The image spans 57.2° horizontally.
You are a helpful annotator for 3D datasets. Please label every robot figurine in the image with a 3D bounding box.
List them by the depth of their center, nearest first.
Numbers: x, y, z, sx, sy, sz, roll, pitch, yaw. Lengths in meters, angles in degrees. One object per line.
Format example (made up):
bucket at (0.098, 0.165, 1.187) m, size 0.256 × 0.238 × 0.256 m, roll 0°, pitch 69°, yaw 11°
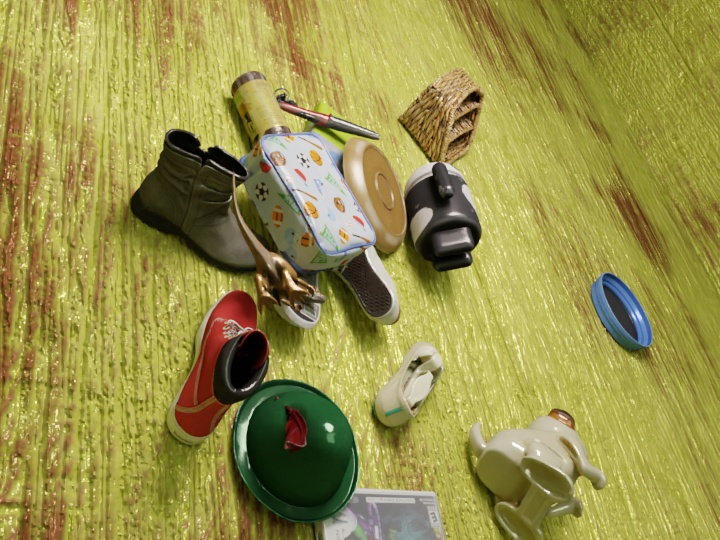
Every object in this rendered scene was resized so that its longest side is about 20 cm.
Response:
robot figurine at (0.145, -0.097, 1.162) m, size 0.123 × 0.150 × 0.203 m, roll 17°, pitch 44°, yaw -31°

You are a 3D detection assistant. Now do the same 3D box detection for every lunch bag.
lunch bag at (-0.067, -0.090, 0.905) m, size 0.159 × 0.075 × 0.203 m, roll -17°, pitch 76°, yaw -56°

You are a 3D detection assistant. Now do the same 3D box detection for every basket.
basket at (0.204, -0.334, 1.423) m, size 0.150 × 0.142 × 0.199 m, roll 51°, pitch 36°, yaw 2°

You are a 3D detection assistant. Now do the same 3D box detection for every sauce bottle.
sauce bottle at (-0.138, -0.209, 1.013) m, size 0.064 × 0.065 × 0.203 m, roll -4°, pitch 63°, yaw -48°

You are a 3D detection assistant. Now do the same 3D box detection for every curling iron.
curling iron at (-0.058, -0.255, 1.092) m, size 0.196 × 0.026 × 0.050 m, roll 17°, pitch 47°, yaw -10°

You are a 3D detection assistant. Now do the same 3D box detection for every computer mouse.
computer mouse at (-0.094, 0.003, 0.905) m, size 0.109 × 0.044 × 0.203 m, roll 37°, pitch 34°, yaw -31°

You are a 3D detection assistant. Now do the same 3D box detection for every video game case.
video game case at (0.036, 0.349, 0.768) m, size 0.197 × 0.023 × 0.185 m, roll 18°, pitch 49°, yaw -38°

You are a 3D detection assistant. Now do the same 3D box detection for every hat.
hat at (-0.033, 0.159, 0.703) m, size 0.163 × 0.177 × 0.203 m, roll 22°, pitch 40°, yaw -20°

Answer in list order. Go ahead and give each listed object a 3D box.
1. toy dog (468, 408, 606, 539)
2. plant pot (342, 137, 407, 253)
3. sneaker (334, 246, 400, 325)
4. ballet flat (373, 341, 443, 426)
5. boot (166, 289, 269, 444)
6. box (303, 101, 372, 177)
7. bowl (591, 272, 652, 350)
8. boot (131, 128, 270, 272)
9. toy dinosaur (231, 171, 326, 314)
toy dog at (0.268, 0.293, 0.998) m, size 0.192 × 0.143 × 0.198 m, roll 28°, pitch 25°, yaw 34°
plant pot at (0.032, -0.129, 1.104) m, size 0.200 × 0.027 × 0.204 m, roll 45°, pitch 37°, yaw -47°
sneaker at (0.000, 0.000, 1.004) m, size 0.203 × 0.072 × 0.085 m, roll 64°, pitch 7°, yaw 26°
ballet flat at (0.086, 0.154, 0.951) m, size 0.070 × 0.069 × 0.200 m, roll 49°, pitch 36°, yaw -2°
boot at (-0.129, 0.075, 0.719) m, size 0.072 × 0.144 × 0.202 m, roll 33°, pitch 39°, yaw -19°
box at (-0.045, -0.184, 1.107) m, size 0.121 × 0.048 × 0.203 m, roll 33°, pitch 40°, yaw -22°
bowl at (0.636, 0.102, 1.612) m, size 0.198 × 0.039 × 0.204 m, roll 28°, pitch 43°, yaw -29°
boot at (-0.172, -0.079, 0.811) m, size 0.198 × 0.130 × 0.069 m, roll 28°, pitch 41°, yaw -29°
toy dinosaur at (-0.109, -0.005, 0.784) m, size 0.201 × 0.060 × 0.107 m, roll 55°, pitch 6°, yaw -39°
